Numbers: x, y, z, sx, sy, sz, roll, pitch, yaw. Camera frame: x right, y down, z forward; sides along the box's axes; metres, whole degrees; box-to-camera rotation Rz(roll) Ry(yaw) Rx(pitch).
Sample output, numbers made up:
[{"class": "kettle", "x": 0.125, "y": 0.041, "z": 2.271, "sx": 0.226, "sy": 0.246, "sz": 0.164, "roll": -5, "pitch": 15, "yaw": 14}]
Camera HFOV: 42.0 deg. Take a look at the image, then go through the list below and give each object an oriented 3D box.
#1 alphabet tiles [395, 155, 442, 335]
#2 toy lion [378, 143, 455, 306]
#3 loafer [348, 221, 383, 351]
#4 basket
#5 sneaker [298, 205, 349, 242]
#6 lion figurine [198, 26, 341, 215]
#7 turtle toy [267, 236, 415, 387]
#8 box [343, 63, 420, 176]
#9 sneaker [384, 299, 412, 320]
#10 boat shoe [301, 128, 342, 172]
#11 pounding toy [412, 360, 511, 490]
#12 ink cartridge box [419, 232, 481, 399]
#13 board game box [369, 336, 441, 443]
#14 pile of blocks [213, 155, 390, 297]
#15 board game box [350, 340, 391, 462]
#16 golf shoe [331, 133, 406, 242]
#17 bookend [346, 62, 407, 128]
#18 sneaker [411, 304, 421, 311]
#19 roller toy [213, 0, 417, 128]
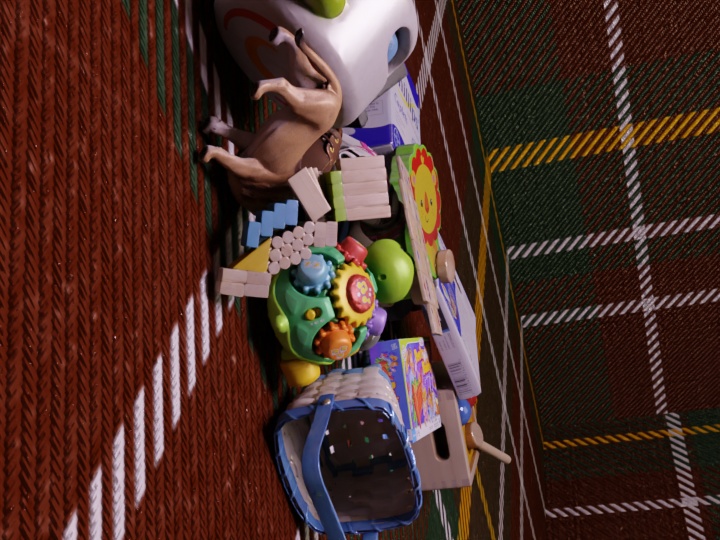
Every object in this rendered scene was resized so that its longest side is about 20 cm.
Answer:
[{"class": "alphabet tiles", "x": 0.068, "y": -0.025, "z": 1.081, "sx": 0.166, "sy": 0.006, "sz": 0.204, "roll": 34, "pitch": 45, "yaw": -79}, {"class": "toy lion", "x": 0.069, "y": -0.067, "z": 1.230, "sx": 0.200, "sy": 0.068, "sz": 0.195, "roll": -32, "pitch": 116, "yaw": -67}, {"class": "loafer", "x": 0.000, "y": 0.000, "z": 1.213, "sx": 0.070, "sy": 0.074, "sz": 0.203, "roll": 63, "pitch": 24, "yaw": -61}, {"class": "basket", "x": -0.012, "y": 0.204, "z": 0.926, "sx": 0.201, "sy": 0.137, "sz": 0.179, "roll": -85, "pitch": 161, "yaw": -66}, {"class": "sneaker", "x": -0.053, "y": -0.008, "z": 1.062, "sx": 0.082, "sy": 0.070, "sz": 0.203, "roll": 15, "pitch": 68, "yaw": -49}, {"class": "lion figurine", "x": -0.070, "y": -0.128, "z": 0.868, "sx": 0.121, "sy": 0.200, "sz": 0.073, "roll": 25, "pitch": 42, "yaw": -32}, {"class": "turtle toy", "x": -0.020, "y": 0.023, "z": 0.967, "sx": 0.199, "sy": 0.100, "sz": 0.148, "roll": -28, "pitch": 103, "yaw": -50}, {"class": "box", "x": 0.019, "y": -0.212, "z": 1.346, "sx": 0.184, "sy": 0.103, "sz": 0.203, "roll": 55, "pitch": 30, "yaw": -61}, {"class": "sneaker", "x": 0.044, "y": -0.020, "z": 1.427, "sx": 0.086, "sy": 0.079, "sz": 0.204, "roll": 67, "pitch": 25, "yaw": -79}, {"class": "boat shoe", "x": -0.058, "y": -0.136, "z": 1.036, "sx": 0.068, "sy": 0.071, "sz": 0.201, "roll": -56, "pitch": -173, "yaw": 23}, {"class": "pounding toy", "x": 0.151, "y": 0.259, "z": 1.510, "sx": 0.184, "sy": 0.140, "sz": 0.203, "roll": -44, "pitch": 124, "yaw": -71}, {"class": "ink cartridge box", "x": 0.133, "y": 0.058, "z": 1.440, "sx": 0.201, "sy": 0.046, "sz": 0.200, "roll": -87, "pitch": 155, "yaw": -61}, {"class": "board game box", "x": 0.065, "y": 0.165, "z": 1.316, "sx": 0.200, "sy": 0.044, "sz": 0.137, "roll": 9, "pitch": 72, "yaw": -74}, {"class": "pile of blocks", "x": -0.062, "y": -0.046, "z": 0.879, "sx": 0.083, "sy": 0.199, "sz": 0.062, "roll": 60, "pitch": -18, "yaw": -13}, {"class": "board game box", "x": 0.028, "y": 0.215, "z": 1.287, "sx": 0.201, "sy": 0.029, "sz": 0.136, "roll": -80, "pitch": 157, "yaw": -51}, {"class": "golf shoe", "x": -0.006, "y": -0.126, "z": 1.149, "sx": 0.201, "sy": 0.072, "sz": 0.093, "roll": 53, "pitch": -7, "yaw": 43}, {"class": "bookend", "x": 0.001, "y": -0.311, "z": 1.132, "sx": 0.200, "sy": 0.091, "sz": 0.201, "roll": -42, "pitch": 122, "yaw": -28}, {"class": "sneaker", "x": 0.077, "y": -0.033, "z": 1.519, "sx": 0.082, "sy": 0.077, "sz": 0.204, "roll": -46, "pitch": 126, "yaw": -73}, {"class": "roller toy", "x": -0.042, "y": -0.250, "z": 0.933, "sx": 0.140, "sy": 0.199, "sz": 0.183, "roll": -50, "pitch": 127, "yaw": -18}]
